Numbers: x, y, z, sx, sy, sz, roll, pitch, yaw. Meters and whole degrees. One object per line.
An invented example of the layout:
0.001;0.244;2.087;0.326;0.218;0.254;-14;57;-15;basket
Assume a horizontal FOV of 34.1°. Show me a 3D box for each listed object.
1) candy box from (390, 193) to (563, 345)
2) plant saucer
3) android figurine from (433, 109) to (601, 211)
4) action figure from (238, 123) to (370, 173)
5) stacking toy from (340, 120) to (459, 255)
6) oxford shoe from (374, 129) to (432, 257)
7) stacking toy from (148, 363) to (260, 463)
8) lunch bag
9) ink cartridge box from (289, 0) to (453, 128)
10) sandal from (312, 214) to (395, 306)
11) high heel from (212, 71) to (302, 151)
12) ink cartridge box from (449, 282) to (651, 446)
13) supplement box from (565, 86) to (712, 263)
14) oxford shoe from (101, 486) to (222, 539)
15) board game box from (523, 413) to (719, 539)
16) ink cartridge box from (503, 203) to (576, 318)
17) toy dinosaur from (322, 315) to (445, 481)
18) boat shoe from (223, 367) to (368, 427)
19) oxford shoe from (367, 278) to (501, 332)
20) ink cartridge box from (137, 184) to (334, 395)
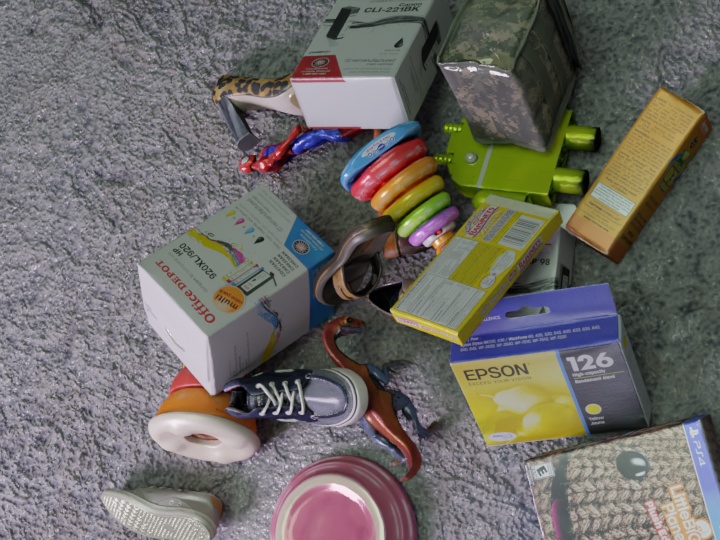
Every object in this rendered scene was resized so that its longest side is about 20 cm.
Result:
0.132;-0.005;1.319;0.102;0.026;0.200;17;56;45;candy box
-0.029;0.330;1.460;0.200;0.051;0.201;-5;77;24;plant saucer
0.189;-0.146;1.443;0.200;0.041;0.182;11;68;25;android figurine
-0.076;-0.173;1.576;0.200;0.065;0.052;-23;93;18;action figure
0.073;-0.069;1.399;0.116;0.110;0.200;-36;84;-1;stacking toy
0.057;-0.118;1.500;0.073;0.071;0.200;-6;83;7;oxford shoe
-0.190;0.142;1.550;0.146;0.146;0.200;-4;59;24;stacking toy
0.191;-0.268;1.386;0.118;0.164;0.200;11;66;29;lunch bag
0.020;-0.273;1.486;0.144;0.084;0.200;4;47;25;ink cartridge box
0.000;0.000;1.415;0.055;0.082;0.200;58;147;14;sandal
-0.111;-0.266;1.616;0.200;0.071;0.143;-32;52;6;high heel
0.208;0.112;1.323;0.198;0.200;0.047;-10;41;24;ink cartridge box
0.327;-0.110;1.375;0.069;0.067;0.200;34;95;26;supplement box
-0.263;0.318;1.570;0.200;0.075;0.058;1;39;33;oxford shoe
0.302;0.259;1.284;0.200;0.097;0.160;-18;81;21;board game box
0.190;0.009;1.413;0.116;0.067;0.200;3;81;27;ink cartridge box
0.020;0.139;1.427;0.105;0.200;0.182;-39;98;-4;toy dinosaur
-0.084;0.157;1.418;0.200;0.093;0.075;-9;87;51;boat shoe
0.086;0.044;1.388;0.200;0.073;0.071;-3;76;53;oxford shoe
-0.154;0.024;1.478;0.200;0.145;0.147;-35;63;-24;ink cartridge box
